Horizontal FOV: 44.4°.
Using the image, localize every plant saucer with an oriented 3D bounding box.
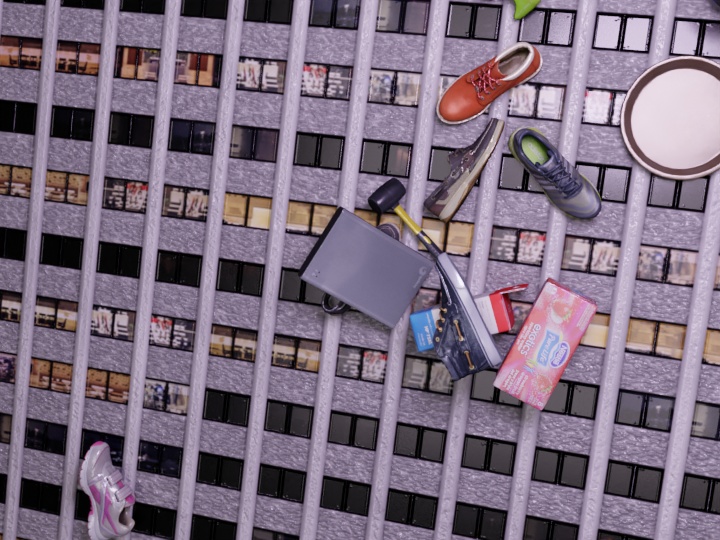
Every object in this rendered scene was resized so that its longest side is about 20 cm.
[{"bbox_3d":[0.528,-0.248,1.442,0.200,0.029,0.200,1,93,13],"label":"plant saucer"}]

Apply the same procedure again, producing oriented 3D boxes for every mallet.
[{"bbox_3d":[0.104,-0.079,1.551,0.200,0.041,0.066,41,72,-4],"label":"mallet"}]

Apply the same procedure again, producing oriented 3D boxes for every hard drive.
[{"bbox_3d":[0.012,-0.003,1.526,0.200,0.033,0.140,30,97,-22],"label":"hard drive"}]

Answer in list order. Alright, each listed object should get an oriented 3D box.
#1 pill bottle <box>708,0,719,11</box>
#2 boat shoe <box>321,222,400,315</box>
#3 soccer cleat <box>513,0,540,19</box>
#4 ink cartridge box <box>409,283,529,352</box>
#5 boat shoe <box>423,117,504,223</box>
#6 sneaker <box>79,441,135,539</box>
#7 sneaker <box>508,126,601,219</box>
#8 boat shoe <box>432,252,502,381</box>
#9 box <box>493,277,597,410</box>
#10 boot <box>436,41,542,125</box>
[{"bbox_3d":[0.586,-0.453,1.326,0.114,0.200,0.114,1,93,12],"label":"pill bottle"},{"bbox_3d":[0.000,0.000,1.564,0.073,0.063,0.200,40,100,10],"label":"boat shoe"},{"bbox_3d":[0.219,-0.507,1.480,0.200,0.068,0.081,46,115,6],"label":"soccer cleat"},{"bbox_3d":[0.194,0.078,1.497,0.200,0.116,0.067,-15,90,14],"label":"ink cartridge box"},{"bbox_3d":[0.176,-0.178,1.506,0.065,0.073,0.200,31,100,4],"label":"boat shoe"},{"bbox_3d":[-0.479,0.425,1.703,0.088,0.081,0.200,-4,101,12],"label":"sneaker"},{"bbox_3d":[0.321,-0.160,1.469,0.200,0.081,0.074,45,102,7],"label":"sneaker"},{"bbox_3d":[0.145,0.077,1.411,0.091,0.071,0.200,-26,89,9],"label":"boat shoe"},{"bbox_3d":[0.311,0.121,1.482,0.095,0.100,0.200,28,99,10],"label":"box"},{"bbox_3d":[0.209,-0.316,1.473,0.200,0.107,0.075,-33,88,15],"label":"boot"}]
